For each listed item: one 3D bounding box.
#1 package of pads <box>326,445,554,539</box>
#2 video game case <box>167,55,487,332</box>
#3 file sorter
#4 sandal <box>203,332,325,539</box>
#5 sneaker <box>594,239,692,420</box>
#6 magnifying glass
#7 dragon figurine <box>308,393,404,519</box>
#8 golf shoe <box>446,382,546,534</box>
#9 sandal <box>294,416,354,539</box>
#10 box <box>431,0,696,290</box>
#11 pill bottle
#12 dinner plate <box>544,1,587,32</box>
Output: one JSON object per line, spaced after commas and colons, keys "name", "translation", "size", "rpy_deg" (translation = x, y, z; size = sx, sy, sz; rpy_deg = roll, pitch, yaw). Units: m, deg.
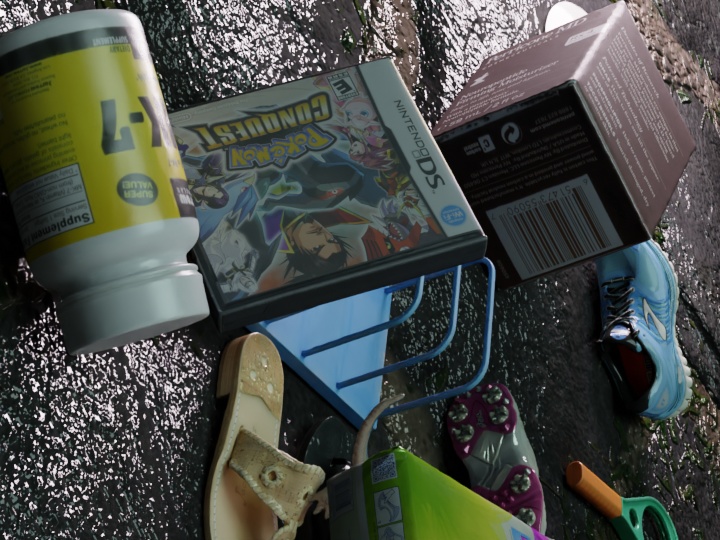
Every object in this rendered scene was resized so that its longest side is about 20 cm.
{"name": "package of pads", "translation": [0.060, 0.211, 1.159], "size": [0.200, 0.068, 0.156], "rpy_deg": [34, 40, -46]}
{"name": "video game case", "translation": [-0.036, -0.058, 1.389], "size": [0.026, 0.198, 0.182], "rpy_deg": [98, -28, -53]}
{"name": "file sorter", "translation": [0.000, 0.000, 1.504], "size": [0.200, 0.122, 0.140], "rpy_deg": [44, 39, -37]}
{"name": "sandal", "translation": [-0.059, 0.135, 1.381], "size": [0.077, 0.069, 0.214], "rpy_deg": [33, 46, -46]}
{"name": "sneaker", "translation": [0.273, 0.050, 1.967], "size": [0.090, 0.078, 0.202], "rpy_deg": [-3, 76, -55]}
{"name": "magnifying glass", "translation": [0.252, 0.233, 1.882], "size": [0.200, 0.022, 0.080], "rpy_deg": [39, 43, -41]}
{"name": "dragon figurine", "translation": [0.011, 0.185, 1.385], "size": [0.099, 0.058, 0.202], "rpy_deg": [10, 86, -59]}
{"name": "golf shoe", "translation": [0.124, 0.189, 1.633], "size": [0.092, 0.075, 0.201], "rpy_deg": [55, 23, -43]}
{"name": "sandal", "translation": [-0.014, 0.197, 1.439], "size": [0.075, 0.048, 0.202], "rpy_deg": [41, 43, -40]}
{"name": "box", "translation": [0.187, -0.116, 1.831], "size": [0.165, 0.165, 0.200], "rpy_deg": [60, 31, -16]}
{"name": "pill bottle", "translation": [-0.168, -0.055, 1.269], "size": [0.114, 0.114, 0.202], "rpy_deg": [-9, 82, -59]}
{"name": "dinner plate", "translation": [0.258, -0.197, 2.137], "size": [0.200, 0.024, 0.202], "rpy_deg": [37, 43, -45]}
